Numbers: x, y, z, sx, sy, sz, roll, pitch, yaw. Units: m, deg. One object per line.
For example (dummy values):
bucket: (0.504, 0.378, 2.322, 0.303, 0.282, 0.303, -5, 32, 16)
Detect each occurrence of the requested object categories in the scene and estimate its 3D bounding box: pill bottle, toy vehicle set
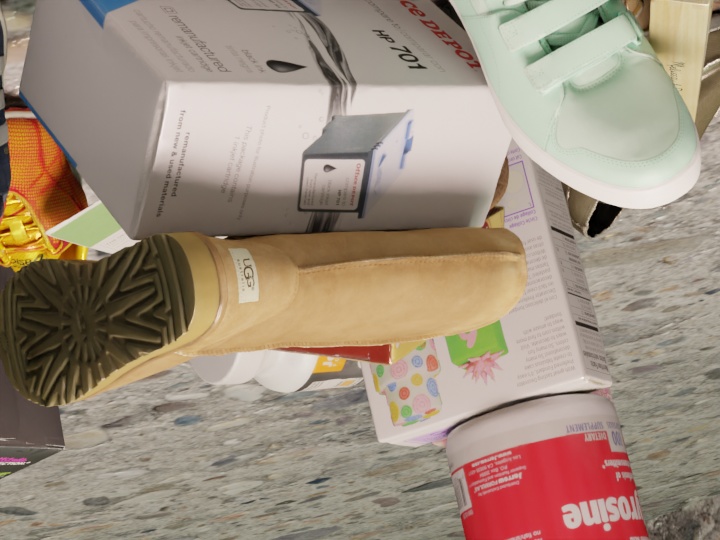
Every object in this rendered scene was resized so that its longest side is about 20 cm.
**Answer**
pill bottle: (0.126, 0.186, 1.205, 0.111, 0.202, 0.112, -12, 166, -3)
pill bottle: (-0.025, 0.030, 1.445, 0.199, 0.117, 0.116, -4, 162, -33)
toy vehicle set: (0.162, -0.151, 0.958, 0.026, 0.125, 0.200, 8, 167, 9)

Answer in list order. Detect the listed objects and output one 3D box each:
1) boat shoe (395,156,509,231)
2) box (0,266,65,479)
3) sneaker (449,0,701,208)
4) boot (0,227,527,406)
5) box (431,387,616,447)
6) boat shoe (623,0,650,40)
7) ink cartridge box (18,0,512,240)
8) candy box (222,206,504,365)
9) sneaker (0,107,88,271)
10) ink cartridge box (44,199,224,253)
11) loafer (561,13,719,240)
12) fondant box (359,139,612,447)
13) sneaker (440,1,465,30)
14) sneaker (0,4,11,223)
boat shoe: (-0.019, -0.055, 1.089, 0.198, 0.072, 0.076, 0, 177, -15)
box: (-0.313, 0.076, 1.299, 0.199, 0.150, 0.124, -24, 159, 36)
sneaker: (0.083, -0.123, 0.866, 0.073, 0.201, 0.118, -31, 161, -10)
boot: (-0.047, 0.020, 0.924, 0.199, 0.067, 0.174, -3, 174, -43)
box: (0.090, 0.012, 1.322, 0.102, 0.202, 0.094, -23, 160, 27)
boat shoe: (0.134, -0.140, 1.055, 0.072, 0.065, 0.200, -31, 165, 3)
ink cartridge box: (-0.044, -0.087, 0.945, 0.199, 0.147, 0.086, -5, 124, -33)
candy box: (0.000, 0.000, 1.112, 0.116, 0.057, 0.200, 6, -165, 21)
sneaker: (-0.194, -0.041, 1.130, 0.072, 0.078, 0.200, -14, 163, 8)
ink cartridge box: (-0.090, -0.055, 1.179, 0.145, 0.048, 0.200, -30, 159, 16)
loafer: (0.198, -0.090, 1.258, 0.075, 0.070, 0.200, 4, 143, -48)
fondant box: (0.063, -0.004, 1.243, 0.143, 0.202, 0.058, -19, 163, 22)
sneaker: (0.041, -0.107, 1.117, 0.090, 0.077, 0.200, 2, 157, -15)
sneaker: (-0.202, -0.070, 0.950, 0.074, 0.085, 0.201, -9, 148, -6)
